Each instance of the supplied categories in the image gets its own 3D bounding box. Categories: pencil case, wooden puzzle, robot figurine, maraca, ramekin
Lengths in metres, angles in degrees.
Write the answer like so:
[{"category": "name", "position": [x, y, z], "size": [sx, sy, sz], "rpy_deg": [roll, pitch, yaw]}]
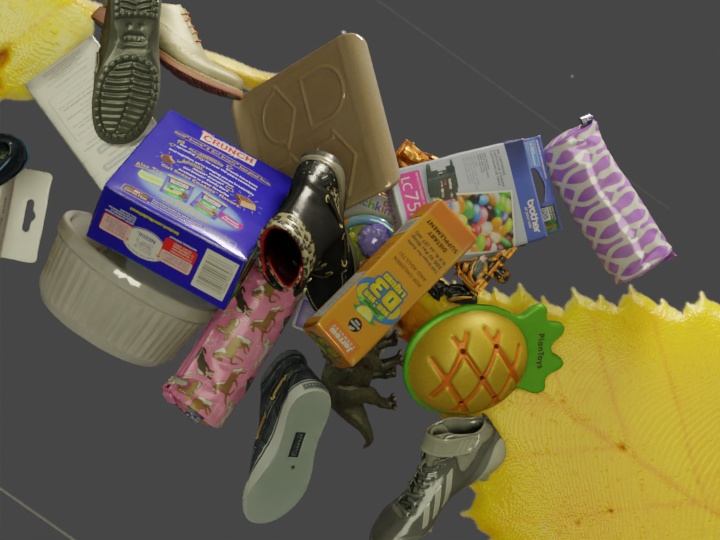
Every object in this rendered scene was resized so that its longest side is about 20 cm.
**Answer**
[{"category": "pencil case", "position": [0.288, -0.082, 1.731], "size": [0.085, 0.084, 0.201], "rpy_deg": [-30, 92, -42]}, {"category": "wooden puzzle", "position": [-0.048, -0.148, 1.683], "size": [0.199, 0.046, 0.186], "rpy_deg": [-23, 76, 35]}, {"category": "robot figurine", "position": [0.098, -0.051, 1.728], "size": [0.200, 0.058, 0.145], "rpy_deg": [39, 93, -1]}, {"category": "maraca", "position": [0.143, 0.100, 1.706], "size": [0.199, 0.107, 0.138], "rpy_deg": [-8, 116, -15]}, {"category": "ramekin", "position": [-0.267, 0.025, 1.649], "size": [0.202, 0.202, 0.094], "rpy_deg": [34, 99, -2]}, {"category": "pencil case", "position": [-0.147, 0.082, 1.703], "size": [0.083, 0.087, 0.201], "rpy_deg": [32, 87, 13]}]

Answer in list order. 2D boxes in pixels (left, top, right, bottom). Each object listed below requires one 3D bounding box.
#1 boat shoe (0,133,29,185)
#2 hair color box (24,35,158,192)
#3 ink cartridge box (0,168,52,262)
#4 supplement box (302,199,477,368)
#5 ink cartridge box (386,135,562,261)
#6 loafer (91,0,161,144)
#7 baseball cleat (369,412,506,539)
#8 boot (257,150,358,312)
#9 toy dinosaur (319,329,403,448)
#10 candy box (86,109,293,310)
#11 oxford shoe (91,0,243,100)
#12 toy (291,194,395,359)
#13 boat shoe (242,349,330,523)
[{"category": "boat shoe", "position": [-0.466, -0.099, 1.630], "size": [0.200, 0.069, 0.084], "rpy_deg": [-37, 89, -3]}, {"category": "hair color box", "position": [-0.288, -0.161, 1.712], "size": [0.099, 0.061, 0.200], "rpy_deg": [-36, 90, -2]}, {"category": "ink cartridge box", "position": [-0.467, -0.080, 1.698], "size": [0.199, 0.067, 0.118], "rpy_deg": [10, 88, -2]}, {"category": "supplement box", "position": [0.032, 0.015, 1.590], "size": [0.200, 0.069, 0.067], "rpy_deg": [-45, 99, -12]}, {"category": "ink cartridge box", "position": [0.133, -0.077, 1.674], "size": [0.199, 0.042, 0.120], "rpy_deg": [-15, 93, -16]}, {"category": "loafer", "position": [-0.259, -0.242, 1.656], "size": [0.075, 0.070, 0.201], "rpy_deg": [9, 102, -15]}, {"category": "baseball cleat", "position": [0.076, 0.239, 1.706], "size": [0.200, 0.070, 0.107], "rpy_deg": [-40, 126, -11]}, {"category": "boot", "position": [-0.060, -0.008, 1.593], "size": [0.073, 0.154, 0.205], "rpy_deg": [6, 124, 16]}, {"category": "toy dinosaur", "position": [-0.006, 0.118, 1.700], "size": [0.102, 0.077, 0.201], "rpy_deg": [0, 132, -8]}, {"category": "candy box", "position": [-0.177, -0.069, 1.586], "size": [0.168, 0.200, 0.077], "rpy_deg": [29, 123, -1]}, {"category": "oxford shoe", "position": [-0.213, -0.269, 1.713], "size": [0.199, 0.071, 0.074], "rpy_deg": [32, 85, -2]}, {"category": "toy", "position": [0.000, 0.000, 1.698], "size": [0.115, 0.047, 0.201], "rpy_deg": [20, 109, 4]}, {"category": "boat shoe", "position": [-0.092, 0.193, 1.715], "size": [0.070, 0.091, 0.201], "rpy_deg": [11, 117, -27]}]
